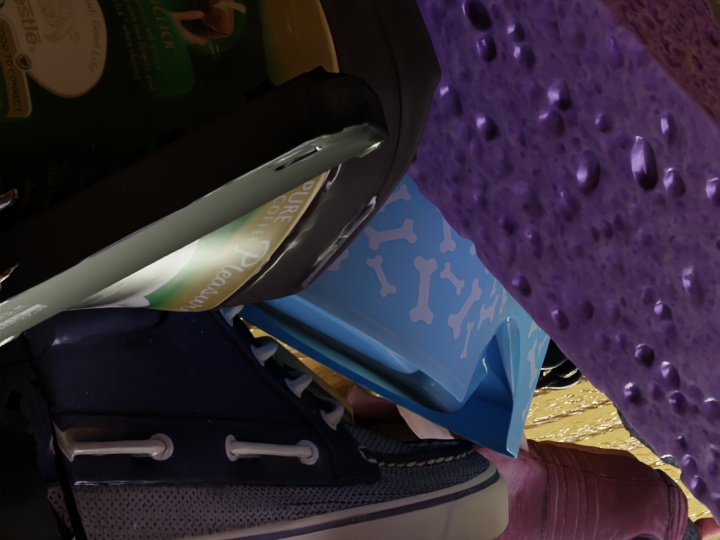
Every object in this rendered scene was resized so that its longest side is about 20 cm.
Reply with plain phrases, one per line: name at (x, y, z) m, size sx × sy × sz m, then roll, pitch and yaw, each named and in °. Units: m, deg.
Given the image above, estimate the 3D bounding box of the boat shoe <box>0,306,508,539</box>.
boat shoe at (-0.031, 0.043, 0.798) m, size 0.074 × 0.093 × 0.200 m, roll -6°, pitch 180°, yaw 40°

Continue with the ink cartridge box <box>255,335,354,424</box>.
ink cartridge box at (-0.105, 0.083, 0.956) m, size 0.199 × 0.075 × 0.165 m, roll -9°, pitch 168°, yaw 6°

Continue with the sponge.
sponge at (0.072, -0.015, 0.678) m, size 0.030 × 0.200 × 0.112 m, roll -39°, pitch 175°, yaw -31°

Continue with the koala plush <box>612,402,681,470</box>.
koala plush at (0.202, 0.088, 1.112) m, size 0.183 × 0.201 × 0.177 m, roll -26°, pitch 161°, yaw 31°

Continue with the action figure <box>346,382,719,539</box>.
action figure at (0.072, 0.090, 1.154) m, size 0.199 × 0.134 × 0.149 m, roll 9°, pitch 128°, yaw -22°

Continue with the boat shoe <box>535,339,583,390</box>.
boat shoe at (0.058, 0.012, 0.979) m, size 0.068 × 0.057 × 0.200 m, roll -17°, pitch 163°, yaw 2°

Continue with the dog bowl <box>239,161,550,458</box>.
dog bowl at (0.000, 0.000, 0.811) m, size 0.050 × 0.111 × 0.200 m, roll -61°, pitch 162°, yaw -6°

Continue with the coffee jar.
coffee jar at (-0.084, -0.035, 0.634) m, size 0.199 × 0.086 × 0.104 m, roll -4°, pitch 152°, yaw -35°

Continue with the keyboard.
keyboard at (-0.092, -0.001, 0.573) m, size 0.200 × 0.040 × 0.104 m, roll -28°, pitch 176°, yaw 4°

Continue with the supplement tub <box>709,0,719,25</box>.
supplement tub at (0.137, 0.016, 0.777) m, size 0.122 × 0.200 × 0.123 m, roll -35°, pitch 171°, yaw -7°
